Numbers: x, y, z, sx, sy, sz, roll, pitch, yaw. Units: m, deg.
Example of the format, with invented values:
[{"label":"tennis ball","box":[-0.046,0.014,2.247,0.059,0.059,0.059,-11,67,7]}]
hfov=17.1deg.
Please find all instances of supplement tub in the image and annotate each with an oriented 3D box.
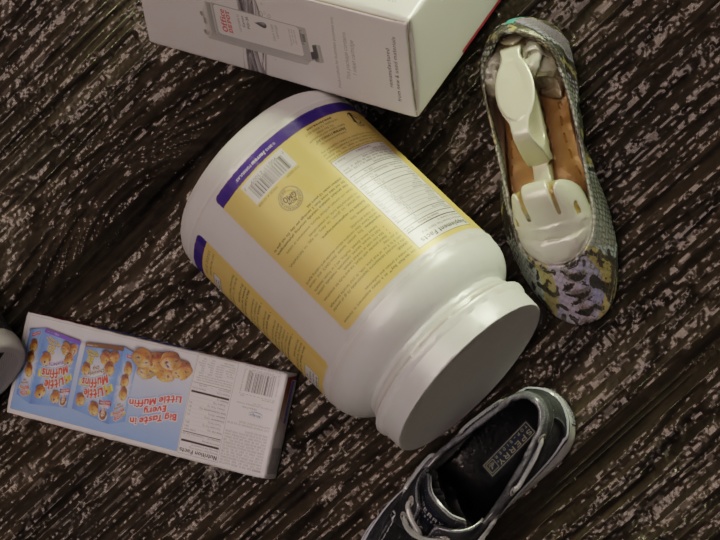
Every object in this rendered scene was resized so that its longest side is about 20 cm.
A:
[{"label":"supplement tub","box":[0.000,0.000,1.501,0.200,0.145,0.146,44,101,18]}]

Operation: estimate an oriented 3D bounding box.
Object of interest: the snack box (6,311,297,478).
[{"label":"snack box","box":[-0.142,0.083,1.613,0.199,0.024,0.072,12,91,21]}]

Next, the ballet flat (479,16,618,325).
[{"label":"ballet flat","box":[0.112,-0.064,1.505,0.072,0.072,0.201,-14,81,19]}]

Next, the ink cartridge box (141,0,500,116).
[{"label":"ink cartridge box","box":[-0.023,-0.195,1.525,0.199,0.083,0.147,18,50,22]}]

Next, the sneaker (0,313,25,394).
[{"label":"sneaker","box":[-0.321,0.081,1.665,0.200,0.073,0.112,-45,58,16]}]

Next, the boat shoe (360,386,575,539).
[{"label":"boat shoe","box":[0.054,0.152,1.508,0.200,0.068,0.072,-46,72,12]}]
